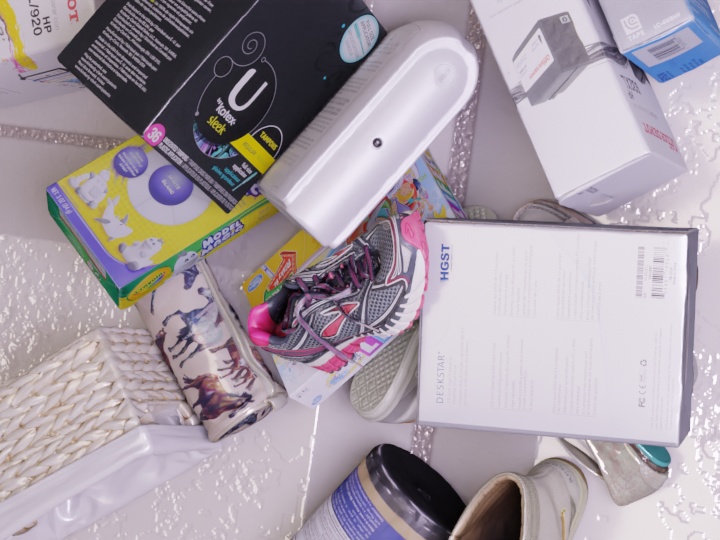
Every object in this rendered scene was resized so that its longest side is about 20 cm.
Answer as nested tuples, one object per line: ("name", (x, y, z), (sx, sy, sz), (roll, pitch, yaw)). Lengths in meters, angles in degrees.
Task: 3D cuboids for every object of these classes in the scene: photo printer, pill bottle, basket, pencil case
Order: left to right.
("basket", (-0.246, 0.145, 1.462), (0.199, 0.135, 0.124), (-31, 74, 19))
("pencil case", (-0.136, 0.052, 1.448), (0.089, 0.077, 0.201), (-45, 70, 42))
("pill bottle", (-0.008, 0.247, 1.368), (0.112, 0.112, 0.200), (46, 105, 18))
("photo printer", (0.010, -0.116, 1.338), (0.069, 0.166, 0.200), (42, 88, -14))

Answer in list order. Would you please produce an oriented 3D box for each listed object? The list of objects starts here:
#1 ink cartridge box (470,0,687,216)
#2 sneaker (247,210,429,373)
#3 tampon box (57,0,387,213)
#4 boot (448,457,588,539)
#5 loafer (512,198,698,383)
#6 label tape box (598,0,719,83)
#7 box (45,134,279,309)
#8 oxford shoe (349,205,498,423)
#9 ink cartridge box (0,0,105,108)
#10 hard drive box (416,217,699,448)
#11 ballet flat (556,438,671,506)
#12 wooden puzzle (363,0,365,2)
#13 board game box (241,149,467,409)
("ink cartridge box", (0.166, -0.154, 1.293), (0.083, 0.145, 0.202), (-26, 78, 19))
("sneaker", (-0.013, 0.020, 1.270), (0.200, 0.074, 0.081), (-43, 43, 45))
("tampon box", (-0.107, -0.180, 1.329), (0.200, 0.150, 0.126), (-49, 57, 0))
("boot", (0.108, 0.245, 1.294), (0.072, 0.154, 0.202), (20, 95, 22))
("loafer", (0.189, 0.019, 1.320), (0.072, 0.063, 0.200), (-45, 72, 16))
("label tape box", (0.204, -0.255, 1.281), (0.066, 0.143, 0.202), (-26, 78, 19))
("box", (-0.153, -0.068, 1.428), (0.199, 0.048, 0.118), (-33, 71, -22))
("oxford shoe", (0.060, 0.039, 1.382), (0.075, 0.058, 0.201), (22, 82, 52))
("ink cartridge box", (-0.286, -0.243, 1.490), (0.198, 0.144, 0.149), (-11, 83, 21))
("hard drive box", (0.147, 0.042, 1.249), (0.198, 0.077, 0.158), (4, 95, 17))
("ballet flat", (0.164, 0.100, 1.328), (0.062, 0.067, 0.201), (-44, 72, 25))
("wooden puzzle", (-0.077, -0.269, 1.459), (0.183, 0.046, 0.202), (-3, 91, 23))
("board game box", (0.000, 0.000, 1.388), (0.200, 0.034, 0.135), (-42, 47, 16))
